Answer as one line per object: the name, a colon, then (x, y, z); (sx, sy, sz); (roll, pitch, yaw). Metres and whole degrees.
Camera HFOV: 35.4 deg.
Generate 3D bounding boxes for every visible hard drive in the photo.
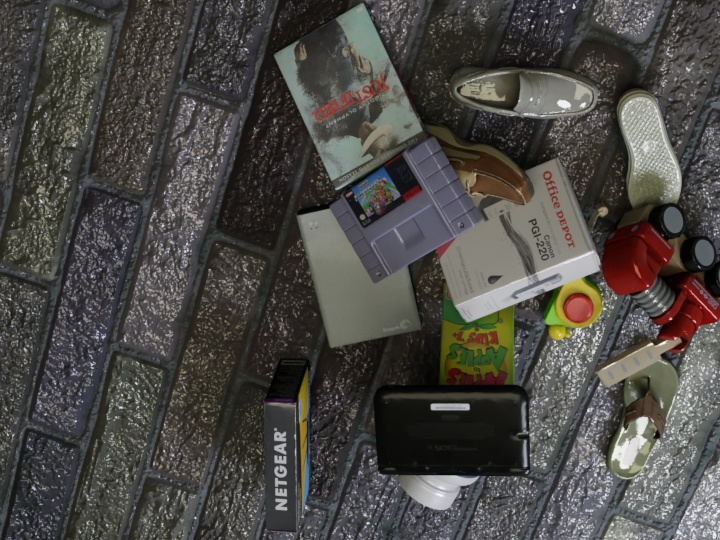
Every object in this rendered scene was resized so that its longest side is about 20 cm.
hard drive: (0.000, 0.000, 1.595); (0.137, 0.033, 0.203); (-11, 107, 8)

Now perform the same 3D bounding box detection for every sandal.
sandal: (0.408, 0.215, 1.616); (0.078, 0.057, 0.205); (10, 109, 1)

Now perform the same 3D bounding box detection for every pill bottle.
pill bottle: (0.136, 0.235, 1.613); (0.118, 0.120, 0.202); (26, 108, -4)

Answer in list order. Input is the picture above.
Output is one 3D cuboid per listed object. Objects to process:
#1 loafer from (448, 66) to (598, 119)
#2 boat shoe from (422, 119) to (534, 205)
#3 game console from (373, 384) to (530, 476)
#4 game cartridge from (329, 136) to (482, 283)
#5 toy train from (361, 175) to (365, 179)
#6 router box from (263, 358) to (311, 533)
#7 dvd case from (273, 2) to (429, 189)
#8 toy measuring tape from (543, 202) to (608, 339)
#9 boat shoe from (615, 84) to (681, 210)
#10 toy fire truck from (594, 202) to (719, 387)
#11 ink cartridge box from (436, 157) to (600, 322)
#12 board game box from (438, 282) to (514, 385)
loafer: (0.214, -0.231, 1.480); (0.196, 0.070, 0.071); (2, 109, 4)
boat shoe: (0.136, -0.126, 1.472); (0.074, 0.199, 0.076); (-50, 141, -12)
game console: (0.123, 0.214, 1.484); (0.196, 0.117, 0.179); (-2, 108, 8)
game cartridge: (0.053, -0.077, 1.475); (0.199, 0.038, 0.131); (-31, 96, 43)
toy train: (0.041, -0.117, 1.515); (0.198, 0.034, 0.046); (33, 147, 22)
router box: (-0.103, 0.250, 1.625); (0.050, 0.149, 0.204); (2, 109, 5)
dvd case: (-0.013, -0.230, 1.494); (0.144, 0.022, 0.203); (-26, 87, 14)
toy measuring tape: (0.315, 0.010, 1.552); (0.072, 0.074, 0.203); (21, 109, -2)
boat shoe: (0.379, -0.156, 1.496); (0.073, 0.063, 0.202); (-14, 122, 13)
toy fire truck: (0.376, 0.042, 1.491); (0.176, 0.128, 0.201); (42, 64, -16)
ink cartridge box: (0.202, -0.039, 1.504); (0.197, 0.085, 0.148); (-22, 68, 10)
board game box: (0.158, 0.113, 1.534); (0.099, 0.203, 0.048); (3, 143, 3)
